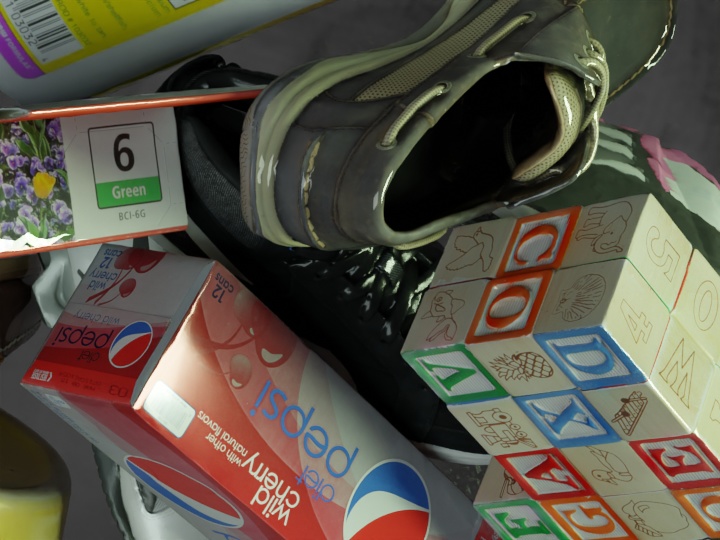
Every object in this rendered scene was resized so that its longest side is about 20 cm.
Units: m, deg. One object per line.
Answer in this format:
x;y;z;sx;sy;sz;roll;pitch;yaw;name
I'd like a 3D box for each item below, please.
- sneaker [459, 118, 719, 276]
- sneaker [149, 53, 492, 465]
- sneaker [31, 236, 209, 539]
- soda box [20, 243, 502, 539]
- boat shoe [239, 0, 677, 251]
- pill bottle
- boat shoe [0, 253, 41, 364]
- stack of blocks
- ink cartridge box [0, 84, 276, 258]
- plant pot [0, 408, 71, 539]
0.117;0.017;0.874;0.199;0.080;0.087;27;125;13;sneaker
0.000;0.000;0.869;0.200;0.112;0.073;35;71;-4;sneaker
-0.060;0.054;0.940;0.088;0.074;0.201;-19;98;18;sneaker
-0.031;0.073;0.881;0.070;0.064;0.200;7;150;46;soda box
0.049;-0.052;0.805;0.073;0.200;0.075;24;133;39;boat shoe
-0.051;-0.136;0.854;0.199;0.104;0.105;-19;102;22;pill bottle
-0.177;0.033;0.896;0.070;0.200;0.071;-10;94;22;boat shoe
0.100;0.066;0.841;0.115;0.059;0.200;-10;134;41;stack of blocks
-0.124;-0.029;0.822;0.200;0.109;0.051;-3;95;49;ink cartridge box
-0.211;0.144;0.965;0.200;0.201;0.190;25;100;7;plant pot
